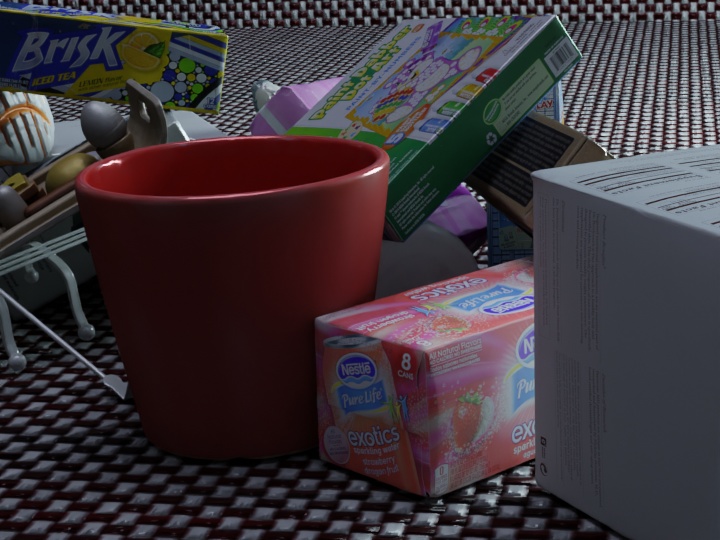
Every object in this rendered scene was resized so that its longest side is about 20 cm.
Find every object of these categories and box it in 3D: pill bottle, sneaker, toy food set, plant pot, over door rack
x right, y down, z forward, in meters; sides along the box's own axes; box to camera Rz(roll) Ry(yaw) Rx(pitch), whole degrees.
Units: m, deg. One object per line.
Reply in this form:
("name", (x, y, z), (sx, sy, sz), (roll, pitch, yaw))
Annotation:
("pill bottle", (0.000, 0.000, 1.301), (0.111, 0.111, 0.200), (-8, 16, -22))
("sneaker", (-0.333, -0.110, 1.466), (0.077, 0.078, 0.200), (-9, 17, 31))
("toy food set", (-0.246, -0.080, 1.328), (0.200, 0.060, 0.144), (-31, 20, -8))
("plant pot", (-0.077, 0.016, 1.119), (0.200, 0.177, 0.200), (-2, 15, 1))
("over door rack", (-0.186, 0.033, 1.293), (0.200, 0.067, 0.148), (24, 34, 33))

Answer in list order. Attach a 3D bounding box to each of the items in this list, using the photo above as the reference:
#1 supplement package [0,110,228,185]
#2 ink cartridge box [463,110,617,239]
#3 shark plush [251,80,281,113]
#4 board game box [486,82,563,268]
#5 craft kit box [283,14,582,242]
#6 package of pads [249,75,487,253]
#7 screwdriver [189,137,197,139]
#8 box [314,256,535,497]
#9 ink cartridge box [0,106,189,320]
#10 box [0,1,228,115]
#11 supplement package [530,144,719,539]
("supplement package", (-0.234, -0.076, 1.622), (0.200, 0.111, 0.156), (-8, 17, -17))
("ink cartridge box", (0.181, -0.023, 1.227), (0.200, 0.075, 0.165), (38, 3, -18))
("shark plush", (-0.049, -0.113, 1.638), (0.083, 0.091, 0.200), (27, -8, 19))
("board game box", (0.135, -0.073, 1.385), (0.062, 0.200, 0.200), (-1, 15, 9))
("craft kit box", (0.032, -0.109, 1.267), (0.200, 0.049, 0.197), (-46, 24, -20))
("package of pads", (0.011, -0.078, 1.475), (0.200, 0.076, 0.120), (49, 35, 15))
("screwdriver", (-0.134, -0.116, 1.540), (0.200, 0.029, 0.028), (18, 13, 8))
("box", (0.077, 0.062, 1.085), (0.200, 0.095, 0.103), (-15, 20, -40))
("ink cartridge box", (-0.226, -0.056, 1.461), (0.200, 0.083, 0.147), (-30, 17, -4))
("box", (-0.215, -0.178, 1.442), (0.200, 0.070, 0.064), (5, 13, -15))
("supplement package", (0.206, 0.046, 0.936), (0.147, 0.191, 0.200), (-10, 17, -26))
